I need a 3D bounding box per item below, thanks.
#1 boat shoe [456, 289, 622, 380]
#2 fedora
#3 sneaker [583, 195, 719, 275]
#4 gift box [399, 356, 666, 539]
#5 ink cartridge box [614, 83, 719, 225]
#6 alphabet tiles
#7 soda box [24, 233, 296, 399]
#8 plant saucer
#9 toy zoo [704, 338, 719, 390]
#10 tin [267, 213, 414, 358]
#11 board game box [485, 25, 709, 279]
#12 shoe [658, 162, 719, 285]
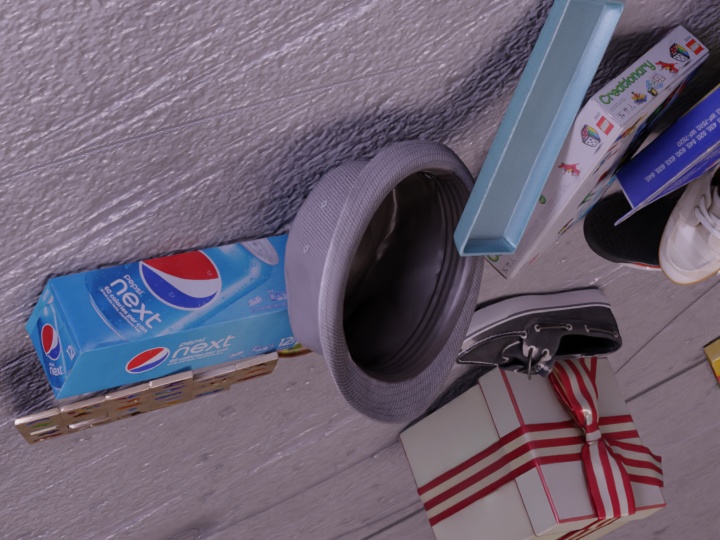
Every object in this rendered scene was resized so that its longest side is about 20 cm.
[{"bbox_3d":[0.160,0.067,1.833,0.200,0.066,0.070,-7,149,-40],"label":"boat shoe"},{"bbox_3d":[0.006,0.001,1.427,0.177,0.090,0.201,14,90,-51],"label":"fedora"},{"bbox_3d":[0.274,-0.026,1.764,0.201,0.067,0.108,-6,167,-18],"label":"sneaker"},{"bbox_3d":[0.180,0.180,1.963,0.200,0.185,0.187,-9,160,-44],"label":"gift box"},{"bbox_3d":[0.288,-0.126,1.533,0.198,0.047,0.200,-41,171,31],"label":"ink cartridge box"},{"bbox_3d":[-0.160,0.096,1.528,0.199,0.008,0.167,-16,172,-8],"label":"alphabet tiles"},{"bbox_3d":[-0.132,0.031,1.445,0.199,0.064,0.068,-12,153,-33],"label":"soda box"},{"bbox_3d":[0.121,-0.102,1.404,0.070,0.019,0.200,-3,122,-51],"label":"plant saucer"},{"bbox_3d":[0.449,0.081,2.237,0.131,0.021,0.200,-30,156,5],"label":"toy zoo"},{"bbox_3d":[0.000,0.000,1.560,0.200,0.042,0.112,-36,152,18],"label":"tin"},{"bbox_3d":[0.175,-0.086,1.519,0.126,0.035,0.200,-39,168,-39],"label":"board game box"},{"bbox_3d":[0.311,-0.075,1.661,0.200,0.070,0.053,-54,157,7],"label":"shoe"}]
